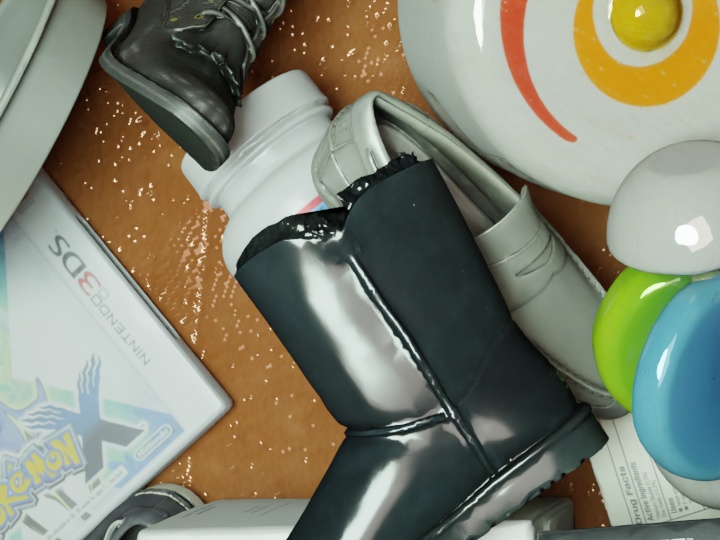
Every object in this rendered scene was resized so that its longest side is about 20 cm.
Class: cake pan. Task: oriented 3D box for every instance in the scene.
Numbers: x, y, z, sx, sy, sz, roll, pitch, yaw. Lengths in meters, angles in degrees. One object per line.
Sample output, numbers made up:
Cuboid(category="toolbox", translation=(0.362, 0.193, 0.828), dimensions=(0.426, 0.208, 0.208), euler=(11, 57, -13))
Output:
Cuboid(category="cake pan", translation=(-0.189, -0.075, 1.156), dimensions=(0.037, 0.200, 0.201), euler=(29, 98, -18))

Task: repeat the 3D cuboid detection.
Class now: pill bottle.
Cuboid(category="pill bottle", translation=(0.000, 0.000, 1.147), dimensions=(0.109, 0.109, 0.200), euler=(-39, 82, 10))

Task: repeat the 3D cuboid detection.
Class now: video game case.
Cuboid(category="video game case", translation=(-0.199, 0.069, 1.237), dimensions=(0.200, 0.022, 0.183), euler=(-42, 82, 11))

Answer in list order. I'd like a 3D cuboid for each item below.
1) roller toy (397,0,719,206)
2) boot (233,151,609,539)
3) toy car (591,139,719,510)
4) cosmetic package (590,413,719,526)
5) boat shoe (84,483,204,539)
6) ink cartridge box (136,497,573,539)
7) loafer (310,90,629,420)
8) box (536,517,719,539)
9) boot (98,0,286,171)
Cuboid(category="roller toy", translation=(0.118, -0.124, 1.075), dimensions=(0.181, 0.140, 0.202), euler=(-15, 102, -10))
Cuboid(category="boot", translation=(-0.009, 0.062, 1.018), dimensions=(0.200, 0.076, 0.169), euler=(-36, 87, 2))
Cuboid(category="toy car", translation=(0.200, 0.037, 0.987), dimensions=(0.198, 0.150, 0.176), euler=(-8, 117, 11))
Cuboid(category="cosmetic package", translation=(0.211, 0.063, 1.119), dimensions=(0.199, 0.073, 0.104), euler=(-18, 87, 13))
Cuboid(category="boat shoe", translation=(-0.158, 0.198, 1.208), dimensions=(0.073, 0.063, 0.200), euler=(40, 101, 6))
Cuboid(category="ink cartridge box", translation=(0.005, 0.193, 1.131), dimensions=(0.198, 0.145, 0.149), euler=(-2, 90, 13))
Cuboid(category="loafer", translation=(0.063, -0.007, 1.069), dimensions=(0.200, 0.070, 0.070), euler=(39, 57, 0))
Cuboid(category="box", translation=(0.195, 0.152, 1.059), dimensions=(0.197, 0.200, 0.050), euler=(-7, 74, 13))
Cuboid(category="boot", translation=(-0.047, -0.147, 1.111), dimensions=(0.174, 0.200, 0.069), euler=(-42, 115, 6))
